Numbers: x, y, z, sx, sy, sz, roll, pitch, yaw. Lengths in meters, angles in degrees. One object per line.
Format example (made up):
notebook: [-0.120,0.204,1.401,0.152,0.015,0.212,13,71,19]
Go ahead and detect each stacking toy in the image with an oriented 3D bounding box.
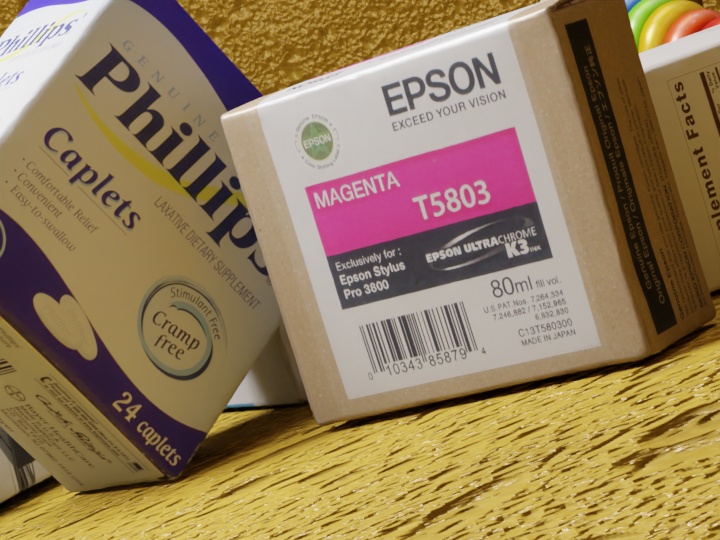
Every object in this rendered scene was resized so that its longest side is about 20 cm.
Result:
stacking toy: [0.194,-0.143,1.515,0.085,0.086,0.200,-20,20,-22]

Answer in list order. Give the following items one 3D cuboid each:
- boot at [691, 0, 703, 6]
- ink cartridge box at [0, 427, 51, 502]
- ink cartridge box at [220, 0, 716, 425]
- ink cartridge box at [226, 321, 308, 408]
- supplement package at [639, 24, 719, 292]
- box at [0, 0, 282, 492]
boot: [0.231,-0.163,1.687,0.066,0.201,0.175,-15,6,11]
ink cartridge box: [-0.235,0.091,1.316,0.144,0.084,0.200,-15,7,38]
ink cartridge box: [0.048,-0.027,1.117,0.199,0.166,0.075,-15,6,37]
ink cartridge box: [0.009,0.013,1.360,0.199,0.068,0.115,-22,7,-31]
supplement package: [0.177,-0.058,1.232,0.199,0.121,0.121,-20,7,-21]
box: [-0.132,-0.021,1.209,0.105,0.184,0.201,-12,38,50]
